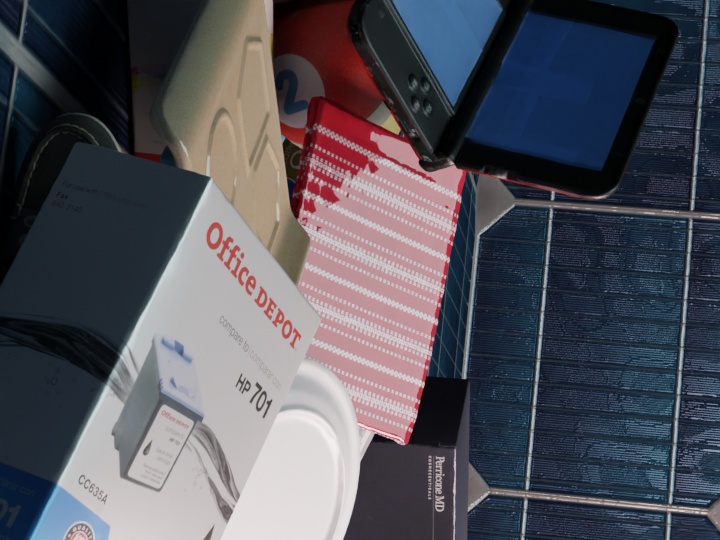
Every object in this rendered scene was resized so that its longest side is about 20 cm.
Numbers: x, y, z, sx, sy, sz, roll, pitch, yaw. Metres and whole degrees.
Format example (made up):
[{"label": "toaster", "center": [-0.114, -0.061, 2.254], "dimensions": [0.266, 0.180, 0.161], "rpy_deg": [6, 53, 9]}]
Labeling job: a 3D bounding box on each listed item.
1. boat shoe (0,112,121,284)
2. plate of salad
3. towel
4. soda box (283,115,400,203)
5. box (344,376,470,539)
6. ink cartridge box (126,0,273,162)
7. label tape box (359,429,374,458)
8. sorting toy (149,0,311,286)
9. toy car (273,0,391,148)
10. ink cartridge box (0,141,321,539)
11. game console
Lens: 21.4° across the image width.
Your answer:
[{"label": "boat shoe", "center": [-0.150, 0.024, 0.945], "dimensions": [0.057, 0.066, 0.202], "rpy_deg": [-44, 142, -83]}, {"label": "plate of salad", "center": [-0.072, 0.147, 1.172], "dimensions": [0.199, 0.048, 0.202], "rpy_deg": [-24, 123, -44]}, {"label": "towel", "center": [0.000, 0.000, 1.259], "dimensions": [0.144, 0.022, 0.202], "rpy_deg": [22, 74, -38]}, {"label": "soda box", "center": [-0.034, -0.065, 1.408], "dimensions": [0.064, 0.067, 0.202], "rpy_deg": [33, 77, -50]}, {"label": "box", "center": [-0.003, 0.194, 1.590], "dimensions": [0.104, 0.180, 0.202], "rpy_deg": [-70, 163, -59]}, {"label": "ink cartridge box", "center": [-0.097, -0.127, 1.196], "dimensions": [0.116, 0.066, 0.202], "rpy_deg": [-63, 156, -65]}, {"label": "label tape box", "center": [-0.017, 0.090, 1.403], "dimensions": [0.201, 0.063, 0.145], "rpy_deg": [103, 14, -60]}, {"label": "sorting toy", "center": [-0.076, -0.048, 1.086], "dimensions": [0.186, 0.036, 0.202], "rpy_deg": [-75, 158, -52]}, {"label": "toy car", "center": [-0.051, -0.199, 1.297], "dimensions": [0.200, 0.183, 0.178], "rpy_deg": [43, 47, -40]}, {"label": "ink cartridge box", "center": [-0.114, 0.066, 0.888], "dimensions": [0.201, 0.085, 0.147], "rpy_deg": [-64, 149, -18]}, {"label": "game console", "center": [0.103, -0.159, 1.239], "dimensions": [0.173, 0.118, 0.201], "rpy_deg": [57, 39, -27]}]
